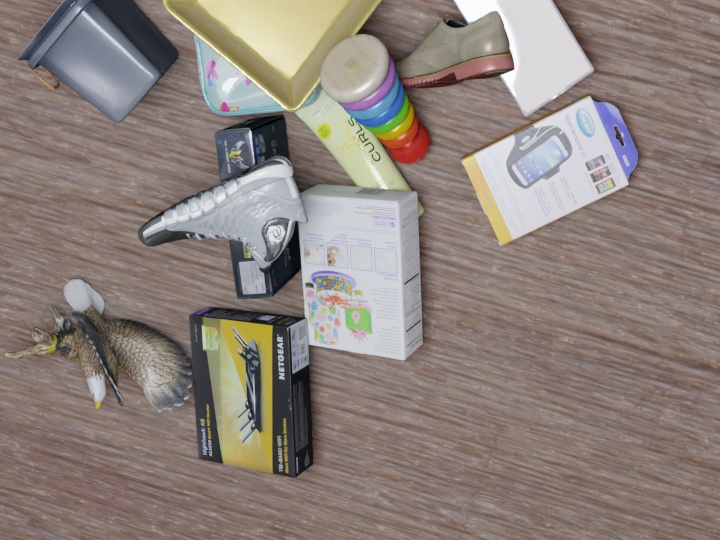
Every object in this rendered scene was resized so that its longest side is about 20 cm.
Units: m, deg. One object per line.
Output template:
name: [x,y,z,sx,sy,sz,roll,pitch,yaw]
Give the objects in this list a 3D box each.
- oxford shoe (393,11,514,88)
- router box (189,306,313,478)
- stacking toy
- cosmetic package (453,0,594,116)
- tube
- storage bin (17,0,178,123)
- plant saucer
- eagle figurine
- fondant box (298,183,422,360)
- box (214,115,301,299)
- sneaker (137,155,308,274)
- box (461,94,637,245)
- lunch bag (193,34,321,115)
oxford shoe: [0.099,-0.257,1.294,0.198,0.070,0.076,-2,97,45]
router box: [-0.142,0.156,1.434,0.155,0.052,0.204,4,104,28]
stacking toy: [0.031,-0.188,1.299,0.084,0.200,0.087,-12,60,22]
cosmetic package: [0.183,-0.297,1.306,0.101,0.074,0.202,-31,99,13]
tube: [0.003,-0.140,1.378,0.058,0.052,0.201,-35,91,-25]
storage bin: [-0.308,-0.258,1.321,0.134,0.200,0.145,42,105,-13]
plant saucer: [-0.094,-0.321,1.270,0.199,0.048,0.201,38,93,-9]
eagle figurine: [-0.328,0.110,1.419,0.197,0.152,0.153,5,131,33]
fondant box: [0.000,0.000,1.371,0.142,0.058,0.204,7,110,28]
box: [-0.121,-0.082,1.348,0.050,0.158,0.204,-3,102,11]
sneaker: [-0.149,-0.039,1.245,0.197,0.075,0.117,-23,100,14]
box: [0.236,-0.128,1.354,0.198,0.042,0.120,-25,98,10]
lunch bag: [-0.121,-0.294,1.339,0.157,0.077,0.204,-3,100,9]
